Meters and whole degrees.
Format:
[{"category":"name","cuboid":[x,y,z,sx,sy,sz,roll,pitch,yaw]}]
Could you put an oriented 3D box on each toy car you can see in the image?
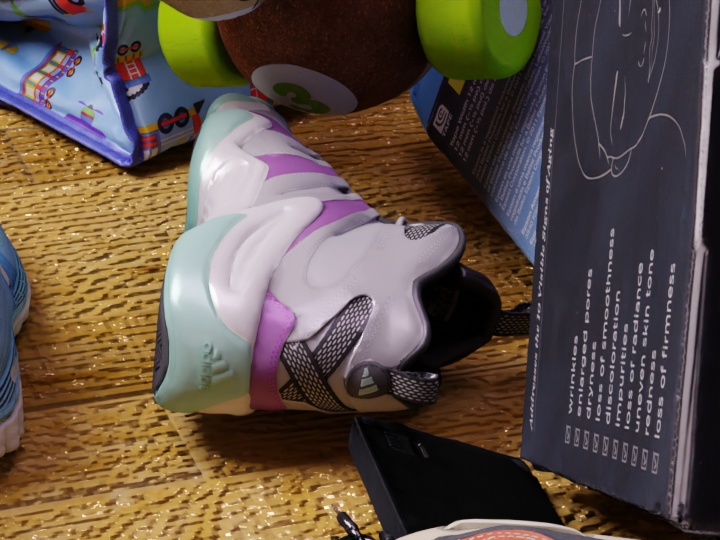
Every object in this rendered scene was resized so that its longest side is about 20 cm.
[{"category":"toy car","cuboid":[-0.052,-0.125,0.875,0.164,0.159,0.200,2,17,34]}]

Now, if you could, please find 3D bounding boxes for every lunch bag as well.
[{"category":"lunch bag","cuboid":[-0.124,-0.130,1.090,0.199,0.095,0.150,15,30,43]}]

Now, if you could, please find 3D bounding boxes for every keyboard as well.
[{"category":"keyboard","cuboid":[0.033,0.111,0.686,0.104,0.040,0.200,19,19,-22]}]

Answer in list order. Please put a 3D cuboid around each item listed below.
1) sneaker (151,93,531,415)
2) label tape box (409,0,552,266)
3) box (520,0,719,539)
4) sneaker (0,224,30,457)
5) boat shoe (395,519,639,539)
[{"category":"sneaker","cuboid":[0.000,0.000,0.855,0.139,0.078,0.200,8,31,-2]},{"category":"label tape box","cuboid":[0.096,-0.090,0.942,0.066,0.144,0.200,13,21,-23]},{"category":"box","cuboid":[0.131,-0.026,0.690,0.123,0.201,0.197,4,0,-9]},{"category":"sneaker","cuboid":[-0.156,-0.009,0.826,0.078,0.090,0.200,-5,27,-15]},{"category":"boat shoe","cuboid":[0.099,0.107,0.615,0.199,0.072,0.063,10,17,-21]}]
